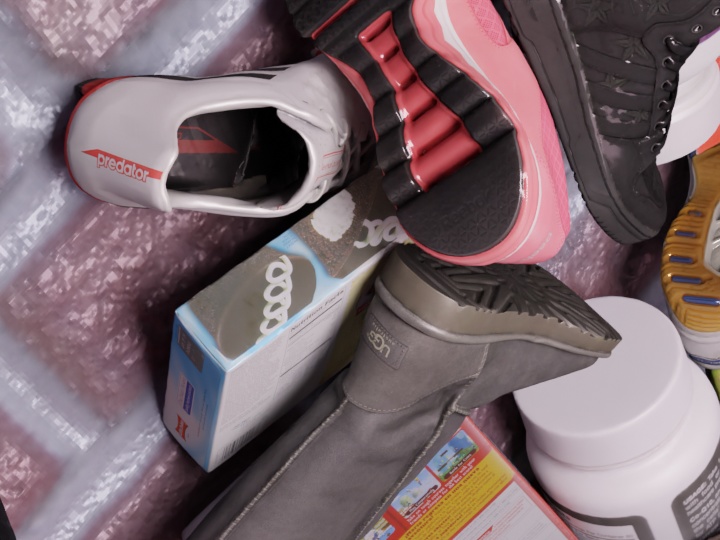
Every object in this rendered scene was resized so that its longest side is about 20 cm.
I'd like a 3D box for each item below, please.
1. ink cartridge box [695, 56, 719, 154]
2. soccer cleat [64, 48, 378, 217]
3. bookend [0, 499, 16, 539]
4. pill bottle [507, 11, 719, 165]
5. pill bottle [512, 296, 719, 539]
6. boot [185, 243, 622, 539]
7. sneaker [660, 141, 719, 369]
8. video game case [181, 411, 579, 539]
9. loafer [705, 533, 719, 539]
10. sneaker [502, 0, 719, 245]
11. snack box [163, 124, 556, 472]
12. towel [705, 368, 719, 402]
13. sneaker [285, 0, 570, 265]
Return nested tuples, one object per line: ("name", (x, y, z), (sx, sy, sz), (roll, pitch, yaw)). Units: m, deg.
("ink cartridge box", (0.208, -0.168, 0.768), (0.108, 0.050, 0.202), (-28, 116, -17))
("soccer cleat", (-0.028, -0.055, 0.611), (0.198, 0.085, 0.070), (-9, 115, -40))
("bookend", (-0.231, 0.088, 0.484), (0.199, 0.092, 0.201), (-30, 128, -28))
("pill bottle", (0.118, -0.152, 0.681), (0.112, 0.112, 0.202), (-37, 131, -24))
("pill bottle", (0.161, 0.115, 0.846), (0.114, 0.113, 0.201), (-44, 133, -18))
("boot", (0.015, 0.085, 0.669), (0.181, 0.073, 0.202), (10, 116, -47))
("sneaker", (0.221, -0.037, 0.855), (0.201, 0.074, 0.088), (-62, 153, -24))
("video game case", (0.019, 0.141, 0.757), (0.143, 0.017, 0.200), (-43, 127, -1))
("loafer", (0.155, 0.177, 0.788), (0.198, 0.072, 0.063), (-20, 115, 7))
("sneaker", (0.123, -0.103, 0.609), (0.201, 0.103, 0.060), (61, 25, -29))
("snack box", (0.000, 0.000, 0.658), (0.199, 0.037, 0.117), (-37, 164, -25))
("towel", (0.256, 0.141, 0.920), (0.023, 0.145, 0.201), (-20, 143, 9))
("sneaker", (0.030, -0.086, 0.606), (0.073, 0.202, 0.086), (-29, 156, 25))
